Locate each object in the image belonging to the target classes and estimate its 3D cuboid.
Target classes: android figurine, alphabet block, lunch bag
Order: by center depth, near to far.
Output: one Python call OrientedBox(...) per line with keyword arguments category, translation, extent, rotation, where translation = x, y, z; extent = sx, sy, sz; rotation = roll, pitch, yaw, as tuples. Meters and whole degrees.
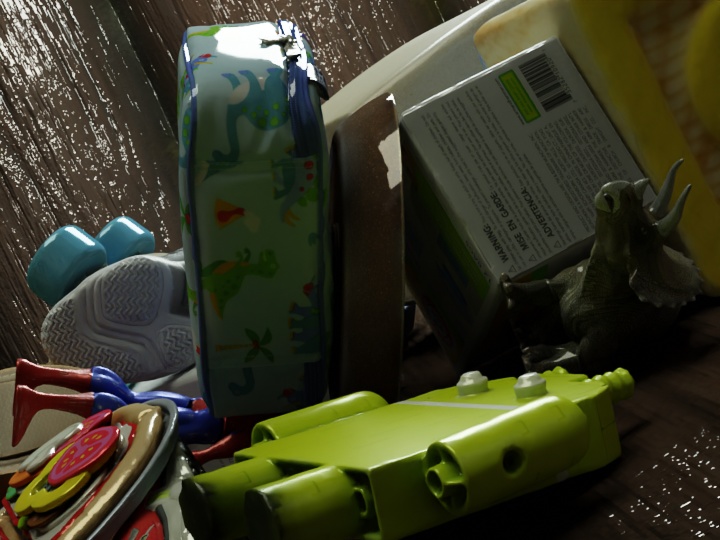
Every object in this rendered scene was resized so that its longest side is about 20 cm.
OrientedBox(category="android figurine", translation=(0.027, 0.077, 0.778), extent=(0.199, 0.041, 0.182), rotation=(-16, 6, -28))
OrientedBox(category="lunch bag", translation=(-0.058, -0.033, 1.003), extent=(0.082, 0.201, 0.161), rotation=(-4, 21, -5))
OrientedBox(category="alphabet block", translation=(0.210, -0.109, 1.059), extent=(0.196, 0.196, 0.200), rotation=(-30, 5, -10))

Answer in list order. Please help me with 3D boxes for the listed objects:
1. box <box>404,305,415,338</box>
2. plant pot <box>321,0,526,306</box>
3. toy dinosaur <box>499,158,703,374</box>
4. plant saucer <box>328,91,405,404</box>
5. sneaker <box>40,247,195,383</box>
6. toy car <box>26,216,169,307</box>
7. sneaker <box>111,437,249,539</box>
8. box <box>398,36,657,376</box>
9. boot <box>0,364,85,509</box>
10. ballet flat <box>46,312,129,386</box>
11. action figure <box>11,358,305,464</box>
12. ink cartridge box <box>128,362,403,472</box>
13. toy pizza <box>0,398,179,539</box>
OrientedBox(category="box", translation=(-0.029, 0.038, 1.349), extent=(0.120, 0.033, 0.200), rotation=(9, 15, 11))
OrientedBox(category="plant pot", translation=(0.060, -0.071, 1.301), extent=(0.176, 0.201, 0.200), rotation=(-26, 4, -28))
OrientedBox(category="toy dinosaur", translation=(0.128, 0.021, 0.929), extent=(0.102, 0.077, 0.200), rotation=(-17, -19, 4))
OrientedBox(category="plant saucer", translation=(0.000, 0.000, 1.017), extent=(0.034, 0.202, 0.200), rotation=(1, 4, -4))
OrientedBox(category="sneaker", translation=(-0.107, 0.015, 1.154), extent=(0.199, 0.076, 0.114), rotation=(-22, 5, -10))
OrientedBox(category="toy car", translation=(-0.184, 0.092, 1.412), extent=(0.201, 0.184, 0.177), rotation=(-58, -12, 16))
OrientedBox(category="sneaker", translation=(-0.099, 0.137, 0.855), extent=(0.085, 0.077, 0.200), rotation=(-32, 5, -2))
OrientedBox(category="box", translation=(0.083, -0.030, 1.046), extent=(0.101, 0.113, 0.200), rotation=(-27, -13, -11))
OrientedBox(category="boot", translation=(-0.216, 0.138, 1.125), extent=(0.199, 0.074, 0.155), rotation=(-20, -37, 10))
OrientedBox(category="ballet flat", translation=(-0.176, 0.045, 1.208), extent=(0.068, 0.068, 0.200), rotation=(-27, 6, 9))
OrientedBox(category="action figure", translation=(-0.097, 0.087, 1.026), extent=(0.199, 0.052, 0.065), rotation=(5, 14, -12))
OrientedBox(category="ink cartridge box", translation=(-0.095, 0.092, 1.185), extent=(0.199, 0.084, 0.144), rotation=(-22, 8, 35))
OrientedBox(category="toy pizza", translation=(-0.171, 0.128, 0.890), extent=(0.200, 0.032, 0.200), rotation=(-39, 13, 11))
